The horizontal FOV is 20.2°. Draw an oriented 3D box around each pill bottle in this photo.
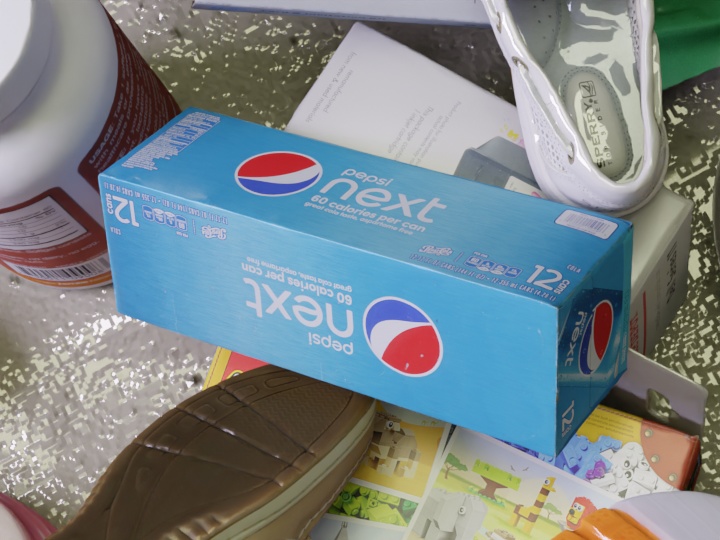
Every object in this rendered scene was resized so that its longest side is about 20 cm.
[{"bbox_3d":[-0.145,-0.069,0.848,0.112,0.200,0.113,-3,74,9],"label":"pill bottle"}]

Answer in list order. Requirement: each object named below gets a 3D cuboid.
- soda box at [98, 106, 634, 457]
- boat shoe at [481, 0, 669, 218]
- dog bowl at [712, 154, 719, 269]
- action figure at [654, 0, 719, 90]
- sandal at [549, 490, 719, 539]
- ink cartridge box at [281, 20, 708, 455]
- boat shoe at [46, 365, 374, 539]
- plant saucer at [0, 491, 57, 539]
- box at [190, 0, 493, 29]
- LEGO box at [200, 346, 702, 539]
[{"bbox_3d":[0.000,0.000,0.768,0.199,0.068,0.064,17,38,28],"label":"soda box"},{"bbox_3d":[0.074,-0.119,0.745,0.071,0.069,0.201,-19,88,-4],"label":"boat shoe"},{"bbox_3d":[0.247,-0.015,0.836,0.199,0.059,0.201,-3,74,9],"label":"dog bowl"},{"bbox_3d":[0.183,-0.133,0.879,0.199,0.055,0.118,-14,62,-3],"label":"action figure"},{"bbox_3d":[0.068,0.153,0.741,0.206,0.059,0.079,-27,44,-9],"label":"sandal"},{"bbox_3d":[0.071,-0.011,0.836,0.200,0.117,0.067,31,78,16],"label":"ink cartridge box"},{"bbox_3d":[-0.068,0.110,0.760,0.200,0.067,0.074,-39,43,-26],"label":"boat shoe"},{"bbox_3d":[-0.206,0.147,0.824,0.200,0.051,0.201,1,39,-1],"label":"plant saucer"},{"bbox_3d":[0.016,-0.198,0.792,0.155,0.041,0.201,4,94,-8],"label":"box"},{"bbox_3d":[0.023,0.113,0.832,0.199,0.077,0.149,16,79,14],"label":"LEGO box"}]
